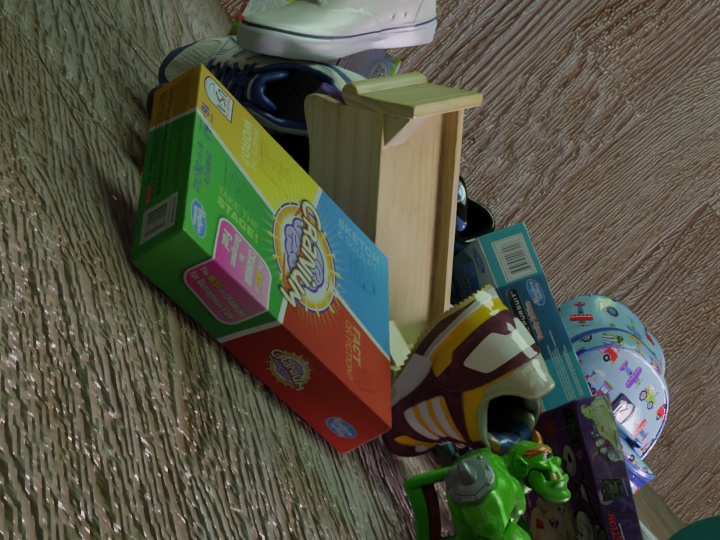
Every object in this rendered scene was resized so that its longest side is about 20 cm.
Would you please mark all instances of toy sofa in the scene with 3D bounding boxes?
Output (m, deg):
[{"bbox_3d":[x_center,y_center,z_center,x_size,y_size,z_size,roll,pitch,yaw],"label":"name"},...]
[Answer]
[{"bbox_3d":[0.019,-0.034,1.155,0.097,0.203,0.082,16,21,38],"label":"toy sofa"}]

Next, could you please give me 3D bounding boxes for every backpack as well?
[{"bbox_3d":[0.207,0.134,1.559,0.183,0.200,0.135,47,6,-29],"label":"backpack"}]

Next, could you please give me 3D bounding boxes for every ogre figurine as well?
[{"bbox_3d":[0.086,0.166,0.990,0.121,0.097,0.200,66,22,5],"label":"ogre figurine"}]

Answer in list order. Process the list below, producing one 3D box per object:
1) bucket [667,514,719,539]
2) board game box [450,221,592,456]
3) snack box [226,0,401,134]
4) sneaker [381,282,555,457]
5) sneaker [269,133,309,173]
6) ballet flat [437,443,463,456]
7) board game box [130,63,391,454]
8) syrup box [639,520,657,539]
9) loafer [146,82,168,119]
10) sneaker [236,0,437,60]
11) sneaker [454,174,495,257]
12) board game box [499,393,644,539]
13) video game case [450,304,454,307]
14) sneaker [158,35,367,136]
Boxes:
[{"bbox_3d":[0.322,0.306,1.358,0.134,0.207,0.208,36,12,-38],"label":"bucket"},{"bbox_3d":[0.107,0.065,1.368,0.153,0.046,0.200,69,-21,9],"label":"board game box"},{"bbox_3d":[-0.061,-0.154,1.453,0.141,0.053,0.200,30,-26,-4],"label":"snack box"},{"bbox_3d":[0.068,0.095,1.103,0.090,0.075,0.201,51,-26,17],"label":"sneaker"},{"bbox_3d":[-0.027,-0.066,1.415,0.113,0.077,0.199,28,-8,-22],"label":"sneaker"},{"bbox_3d":[0.047,0.083,1.290,0.068,0.069,0.200,36,-4,37],"label":"ballet flat"},{"bbox_3d":[-0.054,-0.006,1.006,0.200,0.040,0.154,45,29,-34],"label":"board game box"},{"bbox_3d":[0.200,0.234,1.452,0.200,0.081,0.079,46,8,-33],"label":"syrup box"},{"bbox_3d":[-0.132,-0.107,1.231,0.072,0.073,0.200,40,-5,5],"label":"loafer"},{"bbox_3d":[-0.018,-0.213,1.321,0.199,0.072,0.073,-16,29,-42],"label":"sneaker"},{"bbox_3d":[0.035,-0.060,1.295,0.199,0.088,0.080,20,61,-49],"label":"sneaker"},{"bbox_3d":[0.134,0.156,1.109,0.200,0.032,0.122,134,-51,-72],"label":"board game box"},{"bbox_3d":[0.000,0.000,1.299,0.199,0.024,0.181,30,-1,-30],"label":"video game case"},{"bbox_3d":[-0.079,-0.149,1.309,0.198,0.076,0.088,11,2,20],"label":"sneaker"}]
